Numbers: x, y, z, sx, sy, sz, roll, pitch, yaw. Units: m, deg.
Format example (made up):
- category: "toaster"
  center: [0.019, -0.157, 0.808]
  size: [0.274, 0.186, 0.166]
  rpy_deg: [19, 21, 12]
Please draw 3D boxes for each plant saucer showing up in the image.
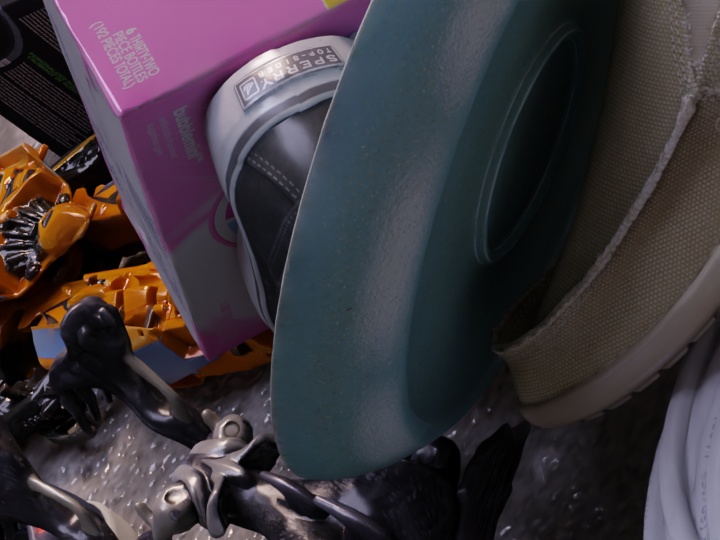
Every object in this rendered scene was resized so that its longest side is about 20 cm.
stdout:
- category: "plant saucer"
  center: [0.034, -0.036, 0.714]
  size: [0.027, 0.200, 0.201]
  rpy_deg: [21, 73, 15]

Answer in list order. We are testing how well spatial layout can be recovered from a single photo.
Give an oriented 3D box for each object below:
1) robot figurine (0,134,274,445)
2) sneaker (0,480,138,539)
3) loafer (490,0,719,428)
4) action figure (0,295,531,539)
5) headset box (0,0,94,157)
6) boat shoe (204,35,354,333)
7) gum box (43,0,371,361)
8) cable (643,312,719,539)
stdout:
- category: "robot figurine"
  center: [-0.086, -0.010, 1.017]
  size: [0.199, 0.058, 0.146]
  rpy_deg: [-10, 51, 47]
- category: "sneaker"
  center: [-0.124, 0.147, 0.894]
  size: [0.075, 0.084, 0.201]
  rpy_deg: [-33, 38, 29]
- category: "loafer"
  center: [0.088, -0.049, 0.700]
  size: [0.201, 0.068, 0.076]
  rpy_deg: [-55, 2, 19]
- category: "action figure"
  center: [-0.020, 0.080, 0.816]
  size: [0.199, 0.102, 0.119]
  rpy_deg: [25, 70, 31]
- category: "headset box"
  center: [-0.058, -0.156, 1.087]
  size: [0.199, 0.093, 0.175]
  rpy_deg: [-16, 49, 44]
- category: "boat shoe"
  center: [0.000, 0.000, 0.808]
  size: [0.068, 0.200, 0.057]
  rpy_deg: [-28, 68, 0]
- category: "gum box"
  center: [-0.021, -0.054, 0.836]
  size: [0.113, 0.200, 0.066]
  rpy_deg: [-28, 69, -7]
- category: "cable"
  center: [0.156, 0.040, 0.648]
  size: [0.201, 0.069, 0.200]
  rpy_deg: [-59, 31, -9]
